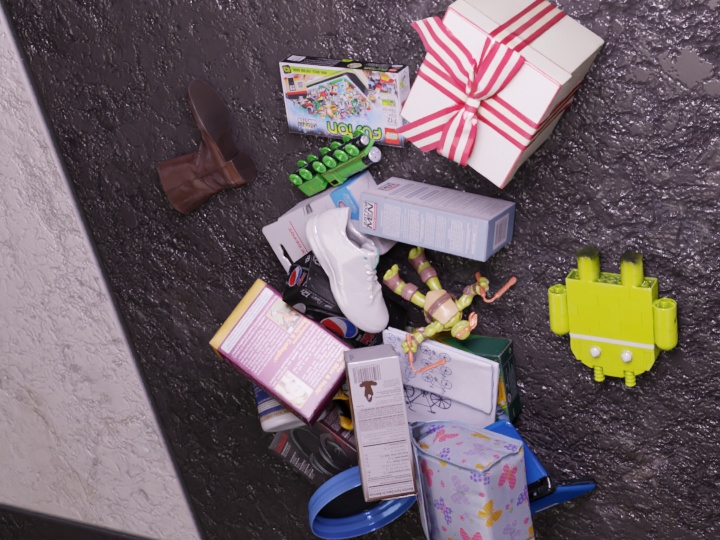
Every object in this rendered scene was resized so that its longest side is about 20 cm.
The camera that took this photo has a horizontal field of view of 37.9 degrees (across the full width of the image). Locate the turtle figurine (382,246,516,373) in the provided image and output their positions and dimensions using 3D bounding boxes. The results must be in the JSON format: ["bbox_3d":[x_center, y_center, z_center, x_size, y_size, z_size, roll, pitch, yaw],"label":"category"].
[{"bbox_3d":[0.119,0.041,1.540,0.200,0.064,0.162,-42,71,4],"label":"turtle figurine"}]

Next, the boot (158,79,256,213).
[{"bbox_3d":[-0.278,-0.194,1.701,0.198,0.064,0.188,-15,106,45],"label":"boot"}]

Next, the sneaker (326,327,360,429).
[{"bbox_3d":[-0.027,0.171,1.732,0.077,0.082,0.202,-9,111,38],"label":"sneaker"}]

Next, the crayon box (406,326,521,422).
[{"bbox_3d":[0.143,0.161,1.627,0.198,0.052,0.127,6,121,33],"label":"crayon box"}]

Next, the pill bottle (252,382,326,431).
[{"bbox_3d":[-0.130,0.156,1.737,0.110,0.110,0.203,-26,73,42],"label":"pill bottle"}]

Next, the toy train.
[{"bbox_3d":[-0.037,-0.154,1.537,0.056,0.042,0.199,40,150,-21],"label":"toy train"}]

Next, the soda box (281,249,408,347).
[{"bbox_3d":[-0.021,0.054,1.604,0.199,0.072,0.063,32,140,-27],"label":"soda box"}]

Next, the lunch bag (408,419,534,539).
[{"bbox_3d":[0.145,0.326,1.555,0.199,0.126,0.172,14,118,50],"label":"lunch bag"}]

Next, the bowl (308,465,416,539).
[{"bbox_3d":[0.003,0.390,1.789,0.202,0.198,0.040,-62,40,41],"label":"bowl"}]

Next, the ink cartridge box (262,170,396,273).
[{"bbox_3d":[-0.045,-0.061,1.609,0.198,0.067,0.117,-20,106,41],"label":"ink cartridge box"}]

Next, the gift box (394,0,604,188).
[{"bbox_3d":[0.154,-0.232,1.281,0.199,0.187,0.186,32,131,13],"label":"gift box"}]

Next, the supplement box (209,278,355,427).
[{"bbox_3d":[-0.117,0.129,1.634,0.199,0.131,0.103,37,168,8],"label":"supplement box"}]

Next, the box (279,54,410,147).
[{"bbox_3d":[-0.020,-0.244,1.500,0.197,0.035,0.112,11,124,30],"label":"box"}]

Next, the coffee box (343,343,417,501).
[{"bbox_3d":[0.027,0.219,1.530,0.078,0.114,0.203,-8,96,-2],"label":"coffee box"}]

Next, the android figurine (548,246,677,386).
[{"bbox_3d":[0.345,0.068,1.436,0.180,0.041,0.203,9,120,31],"label":"android figurine"}]

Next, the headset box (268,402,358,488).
[{"bbox_3d":[-0.062,0.298,1.841,0.199,0.077,0.150,37,132,9],"label":"headset box"}]

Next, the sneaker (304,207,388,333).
[{"bbox_3d":[0.000,0.000,1.529,0.088,0.075,0.202,-20,110,32],"label":"sneaker"}]

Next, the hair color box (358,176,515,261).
[{"bbox_3d":[0.106,-0.074,1.467,0.198,0.099,0.062,15,115,27],"label":"hair color box"}]

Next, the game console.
[{"bbox_3d":[0.233,0.316,1.634,0.199,0.169,0.120,-36,59,43],"label":"game console"}]

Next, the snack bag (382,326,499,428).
[{"bbox_3d":[0.120,0.187,1.601,0.186,0.021,0.202,17,134,23],"label":"snack bag"}]
